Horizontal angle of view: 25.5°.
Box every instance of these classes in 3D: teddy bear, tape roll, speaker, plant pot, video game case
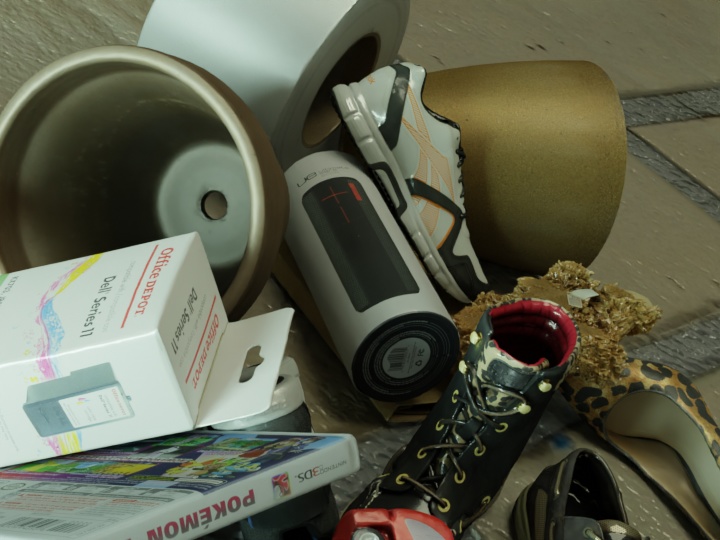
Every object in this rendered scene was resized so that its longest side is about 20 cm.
[{"bbox_3d":[0.136,0.049,1.168,0.144,0.067,0.200,18,27,21],"label":"teddy bear"},{"bbox_3d":[-0.070,-0.182,1.298,0.139,0.204,0.202,34,29,13],"label":"tape roll"},{"bbox_3d":[0.000,0.000,1.138,0.081,0.082,0.201,10,33,-28],"label":"speaker"},{"bbox_3d":[0.089,-0.092,1.321,0.198,0.187,0.187,4,35,-23],"label":"plant pot"},{"bbox_3d":[-0.129,-0.043,1.065,0.199,0.201,0.174,33,11,12],"label":"plant pot"},{"bbox_3d":[-0.130,0.114,0.801,0.199,0.023,0.181,-5,8,45],"label":"video game case"}]

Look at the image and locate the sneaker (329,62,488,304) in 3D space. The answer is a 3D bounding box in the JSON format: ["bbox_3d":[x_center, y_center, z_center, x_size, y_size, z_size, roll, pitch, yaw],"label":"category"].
[{"bbox_3d":[0.055,-0.066,1.209,0.201,0.080,0.074,61,-1,-17],"label":"sneaker"}]

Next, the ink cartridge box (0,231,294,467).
[{"bbox_3d":[-0.145,0.042,0.890,0.198,0.068,0.117,-12,27,12],"label":"ink cartridge box"}]

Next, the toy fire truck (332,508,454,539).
[{"bbox_3d":[0.067,0.222,0.862,0.140,0.049,0.201,2,52,-22],"label":"toy fire truck"}]

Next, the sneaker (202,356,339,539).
[{"bbox_3d":[-0.058,0.118,0.961,0.072,0.113,0.200,-16,3,-4],"label":"sneaker"}]

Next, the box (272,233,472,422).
[{"bbox_3d":[0.032,0.038,1.205,0.163,0.021,0.200,0,39,-40],"label":"box"}]

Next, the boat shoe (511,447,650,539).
[{"bbox_3d":[0.142,0.186,1.000,0.074,0.074,0.201,16,30,-19],"label":"boat shoe"}]

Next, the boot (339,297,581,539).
[{"bbox_3d":[0.061,0.106,0.981,0.073,0.151,0.200,36,31,18],"label":"boot"}]

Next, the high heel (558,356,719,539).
[{"bbox_3d":[0.222,0.137,1.154,0.199,0.072,0.143,28,29,-5],"label":"high heel"}]
